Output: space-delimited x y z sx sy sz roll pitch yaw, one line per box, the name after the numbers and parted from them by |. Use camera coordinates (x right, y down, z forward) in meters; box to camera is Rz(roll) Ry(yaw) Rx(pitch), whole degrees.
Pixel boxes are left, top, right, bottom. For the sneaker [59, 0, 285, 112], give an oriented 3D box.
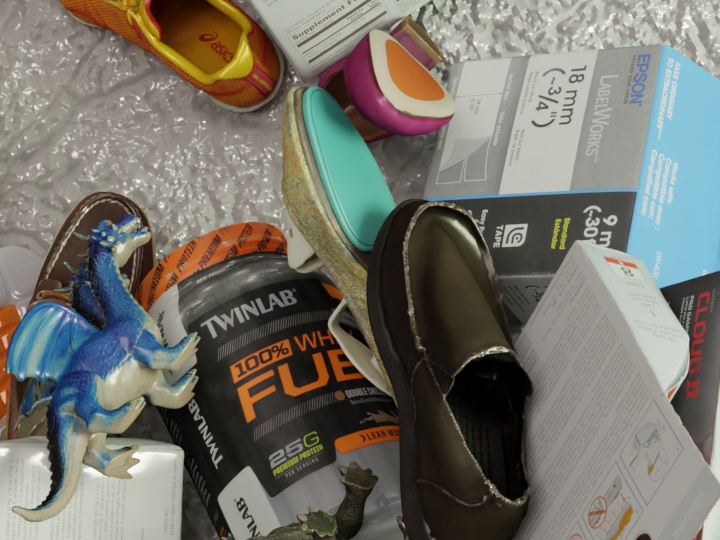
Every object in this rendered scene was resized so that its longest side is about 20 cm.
-0.128 -0.170 1.392 0.199 0.077 0.073 31 84 25 | sneaker

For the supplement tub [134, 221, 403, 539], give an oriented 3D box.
-0.043 0.081 1.256 0.122 0.123 0.201 -31 67 4 | supplement tub

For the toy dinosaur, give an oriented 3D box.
-0.001 0.166 1.141 0.199 0.103 0.077 25 35 -3 | toy dinosaur

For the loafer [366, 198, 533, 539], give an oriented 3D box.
0.056 0.048 1.131 0.071 0.073 0.202 -38 52 45 | loafer

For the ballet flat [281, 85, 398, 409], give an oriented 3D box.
0.000 0.000 1.211 0.070 0.071 0.201 -32 90 4 | ballet flat

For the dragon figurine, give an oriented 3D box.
-0.149 0.056 1.181 0.099 0.059 0.200 24 51 16 | dragon figurine

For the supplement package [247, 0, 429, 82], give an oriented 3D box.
0.000 -0.243 1.345 0.199 0.111 0.156 -32 55 3 | supplement package

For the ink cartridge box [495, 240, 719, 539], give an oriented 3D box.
0.116 0.105 1.103 0.163 0.050 0.200 -61 31 25 | ink cartridge box

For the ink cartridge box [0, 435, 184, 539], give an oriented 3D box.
-0.191 0.169 1.195 0.198 0.050 0.163 3 88 -26 | ink cartridge box

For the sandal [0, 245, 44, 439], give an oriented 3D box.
-0.195 0.090 1.330 0.079 0.059 0.208 -14 76 -13 | sandal

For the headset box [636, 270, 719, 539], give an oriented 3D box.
0.161 0.090 1.156 0.075 0.200 0.150 17 73 -25 | headset box

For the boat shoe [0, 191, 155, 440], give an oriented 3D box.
-0.161 0.043 1.280 0.072 0.072 0.201 19 71 -3 | boat shoe

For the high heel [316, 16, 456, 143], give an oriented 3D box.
0.001 -0.085 1.271 0.096 0.200 0.067 -44 94 13 | high heel

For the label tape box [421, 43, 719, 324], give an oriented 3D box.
0.135 -0.047 1.245 0.199 0.063 0.145 -2 60 29 | label tape box
